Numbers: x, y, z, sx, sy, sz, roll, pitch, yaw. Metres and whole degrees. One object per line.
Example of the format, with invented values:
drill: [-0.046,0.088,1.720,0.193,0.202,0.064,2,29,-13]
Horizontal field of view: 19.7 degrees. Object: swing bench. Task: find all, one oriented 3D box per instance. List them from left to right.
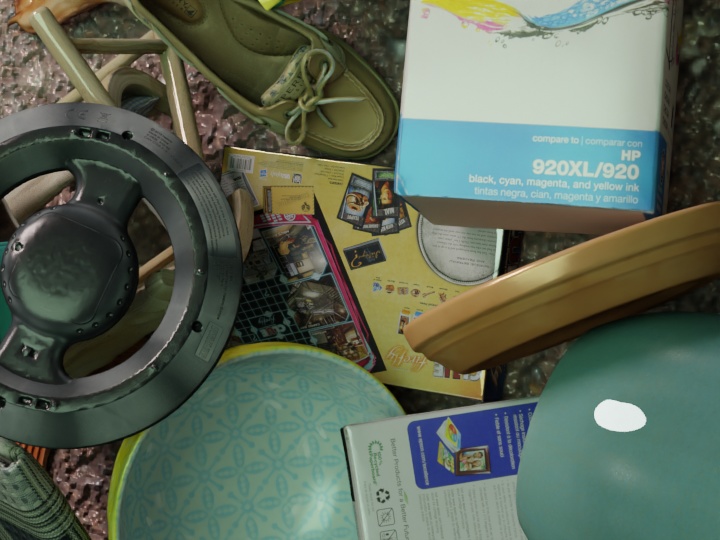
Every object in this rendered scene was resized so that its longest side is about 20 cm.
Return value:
swing bench: [-0.185,-0.031,1.321,0.198,0.129,0.201,-32,77,33]

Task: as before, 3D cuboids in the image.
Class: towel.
towel: [-0.211,0.159,1.297,0.035,0.193,0.199,-45,33,-23]

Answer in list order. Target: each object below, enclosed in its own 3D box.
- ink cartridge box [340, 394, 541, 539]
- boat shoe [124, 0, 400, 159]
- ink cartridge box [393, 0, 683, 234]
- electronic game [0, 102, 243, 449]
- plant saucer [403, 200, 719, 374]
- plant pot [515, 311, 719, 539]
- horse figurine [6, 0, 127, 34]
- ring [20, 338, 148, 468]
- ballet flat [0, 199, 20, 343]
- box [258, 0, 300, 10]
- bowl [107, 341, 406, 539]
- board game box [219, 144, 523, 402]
ink cartridge box: [0.092,0.124,1.231,0.199,0.037,0.095,-8,85,-5]
boat shoe: [-0.064,-0.129,1.282,0.199,0.063,0.074,30,102,-7]
ink cartridge box: [0.107,-0.128,1.172,0.144,0.147,0.202,4,86,11]
electronic game: [-0.166,0.002,1.186,0.198,0.042,0.202,-1,78,2]
plant saucer: [0.122,0.014,1.155,0.199,0.200,0.038,-23,83,23]
plant pot: [0.182,0.112,1.130,0.160,0.200,0.202,20,98,26]
horse figurine: [-0.147,-0.214,1.365,0.199,0.050,0.133,11,87,27]
ring: [-0.160,0.145,1.384,0.199,0.019,0.202,-1,89,25]
ballet flat: [-0.234,-0.007,1.249,0.069,0.069,0.201,-32,73,21]
box: [-0.006,-0.210,1.214,0.117,0.200,0.048,-40,88,20]
bowl: [-0.071,0.133,1.281,0.108,0.199,0.201,27,104,65]
board game box: [0.000,0.000,1.302,0.199,0.035,0.137,9,93,24]
